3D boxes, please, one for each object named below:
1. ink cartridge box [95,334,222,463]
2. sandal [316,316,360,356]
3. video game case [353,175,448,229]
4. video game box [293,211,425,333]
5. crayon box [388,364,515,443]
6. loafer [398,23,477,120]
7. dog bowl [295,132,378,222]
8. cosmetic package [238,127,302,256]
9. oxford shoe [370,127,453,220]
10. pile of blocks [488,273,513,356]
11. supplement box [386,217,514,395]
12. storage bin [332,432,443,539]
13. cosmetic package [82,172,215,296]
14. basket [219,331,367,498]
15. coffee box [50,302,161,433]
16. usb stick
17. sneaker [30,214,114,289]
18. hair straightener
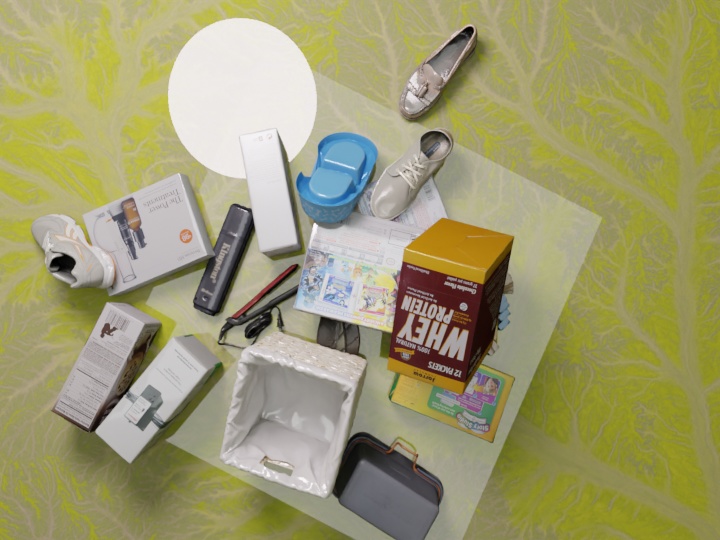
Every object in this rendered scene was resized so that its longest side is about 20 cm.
[{"bbox_3d":[-0.338,0.213,1.250,0.083,0.147,0.201,41,88,1],"label":"ink cartridge box"},{"bbox_3d":[-0.044,0.080,1.306,0.079,0.055,0.206,-13,79,9],"label":"sandal"},{"bbox_3d":[0.071,-0.067,1.317,0.177,0.045,0.205,-21,87,-3],"label":"video game case"},{"bbox_3d":[0.000,0.000,1.262,0.194,0.047,0.187,13,81,3],"label":"video game box"},{"bbox_3d":[0.160,0.207,1.296,0.195,0.058,0.122,22,87,1],"label":"crayon box"},{"bbox_3d":[0.139,-0.364,1.325,0.072,0.063,0.201,39,87,2],"label":"loafer"},{"bbox_3d":[-0.039,-0.160,1.270,0.109,0.050,0.202,17,49,11],"label":"dog bowl"},{"bbox_3d":[-0.156,-0.134,1.292,0.069,0.101,0.206,-11,86,-1],"label":"cosmetic package"},{"bbox_3d":[0.088,-0.171,1.274,0.075,0.058,0.200,43,89,0],"label":"oxford shoe"},{"bbox_3d":[0.239,0.048,1.304,0.080,0.062,0.206,-3,87,-1],"label":"pile of blocks"},{"bbox_3d":[0.146,0.050,1.180,0.130,0.197,0.205,15,113,19],"label":"supplement box"},{"bbox_3d":[0.051,0.375,1.249,0.197,0.134,0.148,31,87,0],"label":"storage bin"},{"bbox_3d":[-0.374,-0.062,1.299,0.195,0.052,0.154,-22,89,7],"label":"cosmetic package"},{"bbox_3d":[-0.104,0.225,1.214,0.193,0.161,0.205,16,103,6],"label":"basket"},{"bbox_3d":[-0.434,0.164,1.268,0.078,0.113,0.204,27,88,1],"label":"coffee box"},{"bbox_3d":[-0.243,-0.021,1.319,0.054,0.033,0.205,21,87,2],"label":"usb stick"},{"bbox_3d":[-0.514,-0.035,1.262,0.197,0.091,0.077,31,112,23],"label":"sneaker"},{"bbox_3d":[-0.170,0.077,1.310,0.198,0.041,0.078,-38,88,-2],"label":"hair straightener"}]
